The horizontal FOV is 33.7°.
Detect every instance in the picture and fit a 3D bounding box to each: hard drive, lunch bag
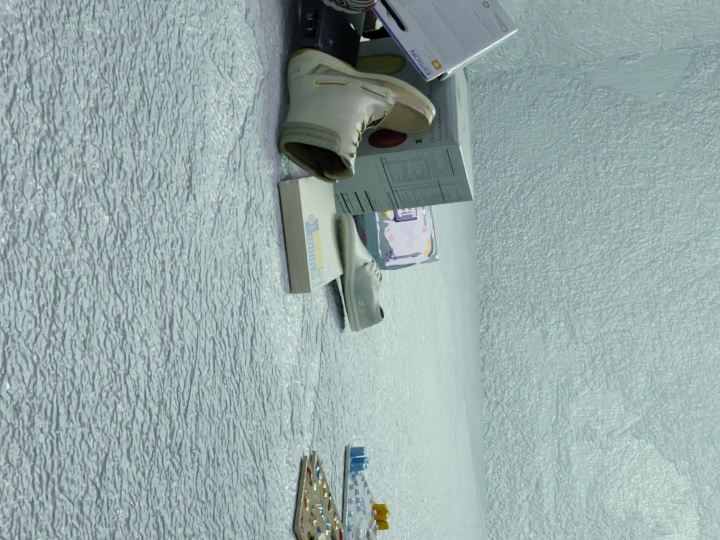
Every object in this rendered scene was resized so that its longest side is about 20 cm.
[{"bbox_3d":[-0.035,-0.331,1.541,0.135,0.042,0.202,61,33,-56],"label":"hard drive"},{"bbox_3d":[0.047,-0.085,1.793,0.200,0.126,0.171,-1,83,-73],"label":"lunch bag"}]

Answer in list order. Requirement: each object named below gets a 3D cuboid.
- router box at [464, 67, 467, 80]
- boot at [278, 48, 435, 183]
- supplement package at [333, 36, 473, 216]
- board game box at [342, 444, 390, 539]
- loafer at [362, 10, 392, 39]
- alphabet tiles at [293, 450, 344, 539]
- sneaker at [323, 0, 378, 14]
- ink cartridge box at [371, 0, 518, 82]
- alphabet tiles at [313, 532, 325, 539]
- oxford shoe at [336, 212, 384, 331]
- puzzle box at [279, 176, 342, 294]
[{"bbox_3d":[0.127,-0.455,2.352,0.051,0.148,0.202,-77,158,-62],"label":"router box"},{"bbox_3d":[-0.003,-0.171,1.444,0.072,0.198,0.156,-48,-150,48],"label":"boot"},{"bbox_3d":[0.044,-0.200,1.621,0.147,0.198,0.193,64,22,-60],"label":"supplement package"},{"bbox_3d":[0.010,0.369,1.611,0.201,0.026,0.201,72,16,-51],"label":"board game box"},{"bbox_3d":[0.019,-0.364,1.735,0.200,0.072,0.072,-12,98,-72],"label":"loafer"},{"bbox_3d":[-0.047,0.317,1.382,0.168,0.007,0.201,-84,164,-47],"label":"alphabet tiles"},{"bbox_3d":[-0.043,-0.393,1.420,0.200,0.081,0.075,51,-17,-23],"label":"sneaker"},{"bbox_3d":[0.081,-0.347,1.547,0.199,0.041,0.200,-33,86,-36],"label":"ink cartridge box"},{"bbox_3d":[-0.045,0.397,1.301,0.200,0.014,0.198,-18,104,-77],"label":"alphabet tiles"},{"bbox_3d":[0.000,0.000,1.611,0.076,0.057,0.201,-105,-175,-49],"label":"oxford shoe"},{"bbox_3d":[-0.059,-0.050,1.461,0.200,0.025,0.134,-30,114,-79],"label":"puzzle box"}]
